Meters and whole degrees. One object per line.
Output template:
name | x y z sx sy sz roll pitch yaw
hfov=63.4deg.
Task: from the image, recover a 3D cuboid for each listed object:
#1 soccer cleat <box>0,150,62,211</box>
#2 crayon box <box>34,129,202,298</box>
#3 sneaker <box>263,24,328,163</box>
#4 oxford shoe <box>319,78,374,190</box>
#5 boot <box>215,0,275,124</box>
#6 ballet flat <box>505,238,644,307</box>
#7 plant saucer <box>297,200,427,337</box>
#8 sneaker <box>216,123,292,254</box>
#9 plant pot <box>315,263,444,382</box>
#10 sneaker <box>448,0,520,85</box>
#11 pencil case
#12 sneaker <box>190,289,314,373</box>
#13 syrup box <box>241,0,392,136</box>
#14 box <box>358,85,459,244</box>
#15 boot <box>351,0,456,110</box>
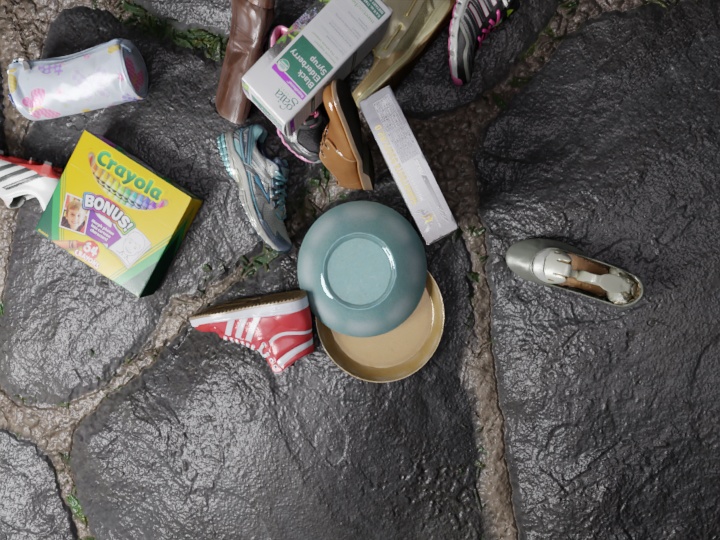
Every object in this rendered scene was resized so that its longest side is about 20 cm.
soccer cleat | -0.563 -0.145 0.918 0.196 0.069 0.087 13 91 0
crayon box | -0.373 -0.087 0.904 0.198 0.058 0.175 31 97 3
sneaker | -0.091 -0.255 0.838 0.078 0.095 0.203 -23 93 -17
oxford shoe | -0.029 -0.174 0.800 0.070 0.201 0.073 -3 59 10
boot | -0.188 -0.335 0.863 0.063 0.187 0.203 0 127 -28
ballet flat | 0.308 0.001 0.836 0.196 0.064 0.069 17 96 5
plant saucer | 0.000 0.000 0.855 0.196 0.039 0.206 0 94 5
sneaker | -0.140 -0.124 0.869 0.085 0.078 0.203 -25 92 4
plant pot | 0.029 0.067 0.889 0.195 0.027 0.205 0 93 6
sneaker | 0.176 -0.359 0.817 0.086 0.074 0.204 13 91 11
pencil case | -0.424 -0.288 0.882 0.195 0.084 0.092 -8 115 6
sneaker | -0.163 0.101 0.891 0.196 0.071 0.115 -8 104 18
syrup box | -0.056 -0.277 0.754 0.079 0.081 0.200 43 86 -4
box | 0.067 -0.136 0.804 0.048 0.158 0.203 -26 92 7
boot | 0.020 -0.350 0.835 0.155 0.073 0.201 41 96 1
